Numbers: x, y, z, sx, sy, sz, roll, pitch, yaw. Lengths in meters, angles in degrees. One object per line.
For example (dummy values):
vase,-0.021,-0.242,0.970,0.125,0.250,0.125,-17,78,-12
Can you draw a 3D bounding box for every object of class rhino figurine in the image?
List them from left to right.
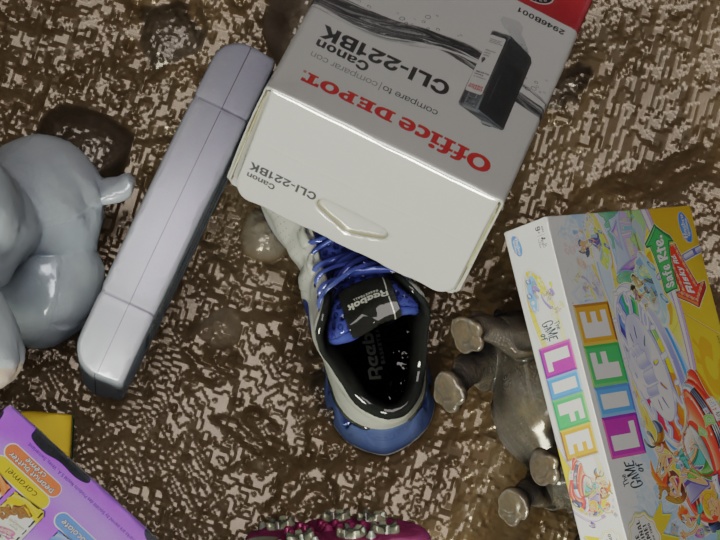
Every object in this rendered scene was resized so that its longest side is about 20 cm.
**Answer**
rhino figurine,0.115,0.110,1.445,0.060,0.087,0.201,-32,84,36

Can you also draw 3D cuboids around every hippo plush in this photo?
hippo plush,-0.223,-0.024,1.411,0.158,0.161,0.202,5,101,26

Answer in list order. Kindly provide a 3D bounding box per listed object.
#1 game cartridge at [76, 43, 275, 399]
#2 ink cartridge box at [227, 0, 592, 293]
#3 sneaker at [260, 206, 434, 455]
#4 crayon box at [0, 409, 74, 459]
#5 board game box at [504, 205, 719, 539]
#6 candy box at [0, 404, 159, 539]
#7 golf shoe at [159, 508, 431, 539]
game cartridge,-0.105,-0.027,1.423,0.041,0.133,0.201,24,80,2
ink cartridge box,0.031,-0.104,1.422,0.143,0.084,0.201,26,48,0
sneaker,0.000,0.001,1.434,0.080,0.115,0.201,-16,83,-7
crayon box,-0.262,0.163,1.405,0.198,0.058,0.174,4,78,-11
board game box,0.159,0.067,1.437,0.134,0.034,0.202,-6,79,-46
candy box,-0.190,0.203,1.326,0.168,0.072,0.200,41,73,13
golf shoe,-0.054,0.190,1.432,0.198,0.075,0.092,-11,97,-3
